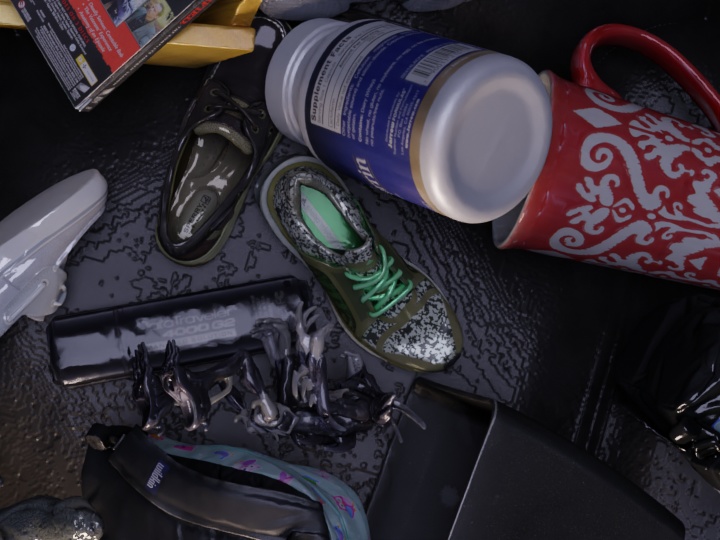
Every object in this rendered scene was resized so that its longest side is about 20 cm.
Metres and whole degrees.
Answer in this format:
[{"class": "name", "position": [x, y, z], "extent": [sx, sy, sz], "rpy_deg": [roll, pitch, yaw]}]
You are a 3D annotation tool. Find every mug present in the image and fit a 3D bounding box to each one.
[{"class": "mug", "position": [0.216, -0.076, 1.308], "extent": [0.199, 0.133, 0.178], "rpy_deg": [15, 103, -7]}]

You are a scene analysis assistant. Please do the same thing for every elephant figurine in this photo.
[{"class": "elephant figurine", "position": [-0.262, 0.208, 1.237], "extent": [0.200, 0.155, 0.142], "rpy_deg": [27, 66, 31]}]

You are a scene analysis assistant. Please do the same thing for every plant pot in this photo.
[{"class": "plant pot", "position": [0.108, 0.206, 1.273], "extent": [0.177, 0.200, 0.200], "rpy_deg": [22, 86, -15]}]

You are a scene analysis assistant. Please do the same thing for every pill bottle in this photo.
[{"class": "pill bottle", "position": [0.028, -0.113, 1.258], "extent": [0.115, 0.200, 0.116], "rpy_deg": [-17, 117, -36]}]

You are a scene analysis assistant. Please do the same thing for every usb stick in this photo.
[{"class": "usb stick", "position": [-0.134, 0.045, 1.331], "extent": [0.199, 0.033, 0.056], "rpy_deg": [-10, 82, -4]}]

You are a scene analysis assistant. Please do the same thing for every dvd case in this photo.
[{"class": "dvd case", "position": [-0.155, -0.226, 1.237], "extent": [0.200, 0.022, 0.146], "rpy_deg": [-39, 72, 18]}]

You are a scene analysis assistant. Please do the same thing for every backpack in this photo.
[{"class": "backpack", "position": [0.299, 0.105, 1.292], "extent": [0.200, 0.167, 0.127], "rpy_deg": [33, 98, -15]}, {"class": "backpack", "position": [-0.094, 0.190, 1.267], "extent": [0.199, 0.127, 0.168], "rpy_deg": [5, 95, 20]}]

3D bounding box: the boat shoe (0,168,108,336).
[{"class": "boat shoe", "position": [-0.252, 0.010, 1.310], "extent": [0.200, 0.072, 0.069], "rpy_deg": [-44, 113, -11]}]

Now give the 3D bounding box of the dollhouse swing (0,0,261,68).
[{"class": "dollhouse swing", "position": [-0.175, -0.259, 1.278], "extent": [0.175, 0.182, 0.201], "rpy_deg": [6, 88, -24]}]

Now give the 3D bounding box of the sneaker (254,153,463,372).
[{"class": "sneaker", "position": [0.000, 0.000, 1.312], "extent": [0.077, 0.089, 0.200], "rpy_deg": [-44, 96, -3]}]

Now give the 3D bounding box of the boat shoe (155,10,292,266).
[{"class": "boat shoe", "position": [-0.095, -0.098, 1.321], "extent": [0.073, 0.065, 0.201], "rpy_deg": [18, 87, -3]}]

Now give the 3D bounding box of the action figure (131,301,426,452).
[{"class": "action figure", "position": [-0.051, 0.075, 1.254], "extent": [0.199, 0.119, 0.102], "rpy_deg": [6, 74, -27]}]

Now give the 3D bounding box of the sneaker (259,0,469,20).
[{"class": "sneaker", "position": [0.015, -0.253, 1.328], "extent": [0.199, 0.075, 0.115], "rpy_deg": [-8, 81, -13]}]
